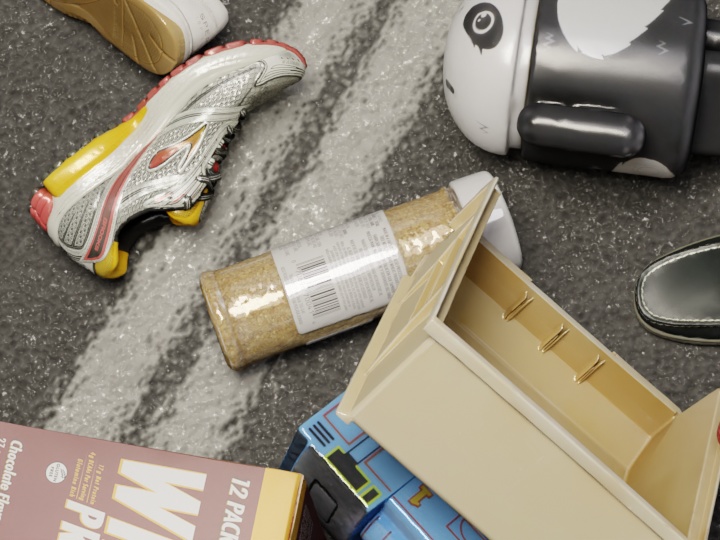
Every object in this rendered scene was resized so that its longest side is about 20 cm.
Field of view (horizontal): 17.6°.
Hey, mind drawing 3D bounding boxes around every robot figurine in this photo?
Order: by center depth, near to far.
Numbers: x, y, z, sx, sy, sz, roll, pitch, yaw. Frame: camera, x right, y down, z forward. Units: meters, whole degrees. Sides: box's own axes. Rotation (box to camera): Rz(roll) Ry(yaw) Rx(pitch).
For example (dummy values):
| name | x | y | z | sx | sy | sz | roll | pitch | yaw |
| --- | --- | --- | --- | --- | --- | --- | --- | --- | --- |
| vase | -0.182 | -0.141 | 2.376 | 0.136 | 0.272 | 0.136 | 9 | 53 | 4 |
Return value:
| name | x | y | z | sx | sy | sz | roll | pitch | yaw |
| --- | --- | --- | --- | --- | --- | --- | --- | --- | --- |
| robot figurine | 0.152 | -0.127 | 1.482 | 0.199 | 0.150 | 0.125 | 8 | 86 | 5 |

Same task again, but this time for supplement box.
| name | x | y | z | sx | sy | sz | roll | pitch | yaw |
| --- | --- | --- | --- | --- | --- | --- | --- | --- | --- |
| supplement box | -0.132 | 0.187 | 1.357 | 0.197 | 0.200 | 0.133 | 9 | 73 | 6 |

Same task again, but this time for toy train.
| name | x | y | z | sx | sy | sz | roll | pitch | yaw |
| --- | --- | --- | --- | --- | --- | --- | --- | --- | --- |
| toy train | 0.047 | 0.146 | 1.410 | 0.114 | 0.087 | 0.200 | -36 | 77 | -26 |

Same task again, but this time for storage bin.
| name | x | y | z | sx | sy | sz | roll | pitch | yaw |
| --- | --- | --- | --- | --- | --- | --- | --- | --- | --- |
| storage bin | 0.109 | 0.073 | 1.357 | 0.200 | 0.199 | 0.094 | 41 | 121 | -8 |

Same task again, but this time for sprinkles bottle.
| name | x | y | z | sx | sy | sz | roll | pitch | yaw |
| --- | --- | --- | --- | --- | --- | --- | --- | --- | --- |
| sprinkles bottle | 0.000 | 0.000 | 1.480 | 0.199 | 0.068 | 0.068 | -20 | 72 | -3 |

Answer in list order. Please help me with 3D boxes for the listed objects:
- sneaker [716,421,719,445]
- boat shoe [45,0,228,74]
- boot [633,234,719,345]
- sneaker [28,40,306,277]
| name | x | y | z | sx | sy | sz | roll | pitch | yaw |
| --- | --- | --- | --- | --- | --- | --- | --- | --- | --- |
| sneaker | 0.294 | 0.130 | 1.380 | 0.200 | 0.082 | 0.078 | 22 | 39 | -21 |
| boat shoe | -0.169 | -0.206 | 1.562 | 0.200 | 0.071 | 0.069 | 41 | 52 | 22 |
| boot | 0.258 | -0.010 | 1.415 | 0.203 | 0.154 | 0.074 | -6 | 74 | 14 |
| sneaker | -0.113 | -0.073 | 1.504 | 0.200 | 0.078 | 0.082 | -40 | 78 | 1 |
